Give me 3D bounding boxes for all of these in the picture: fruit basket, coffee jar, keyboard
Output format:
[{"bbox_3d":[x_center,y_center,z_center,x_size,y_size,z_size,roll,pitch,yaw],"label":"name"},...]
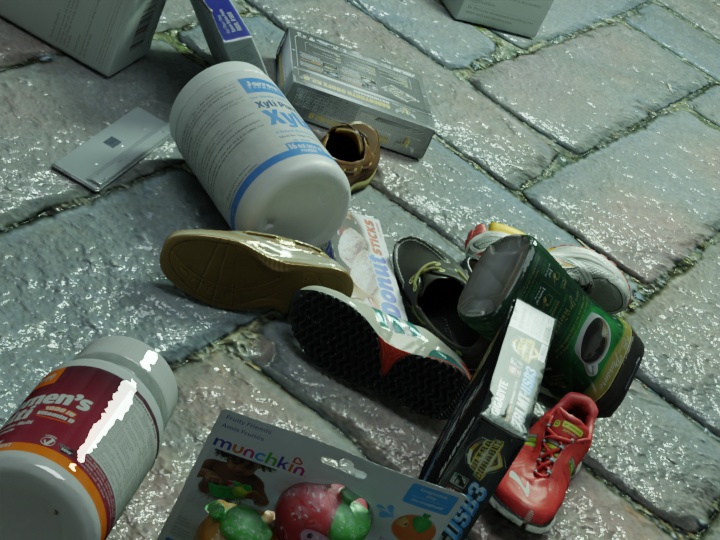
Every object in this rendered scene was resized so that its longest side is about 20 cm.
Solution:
[{"bbox_3d":[-0.046,0.197,1.069,0.184,0.201,0.094,21,44,-10],"label":"fruit basket"},{"bbox_3d":[0.194,0.060,1.486,0.200,0.105,0.085,40,-22,-27],"label":"coffee jar"},{"bbox_3d":[-0.262,-0.134,1.611,0.056,0.011,0.200,25,29,7],"label":"keyboard"}]

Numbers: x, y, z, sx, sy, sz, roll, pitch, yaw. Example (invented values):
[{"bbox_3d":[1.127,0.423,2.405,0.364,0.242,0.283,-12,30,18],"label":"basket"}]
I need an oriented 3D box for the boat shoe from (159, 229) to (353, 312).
[{"bbox_3d":[-0.107,-0.003,1.475,0.198,0.074,0.069,15,19,-23],"label":"boat shoe"}]

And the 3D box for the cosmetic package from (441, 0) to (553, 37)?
[{"bbox_3d":[0.230,-0.516,2.415,0.166,0.201,0.167,9,33,-30],"label":"cosmetic package"}]

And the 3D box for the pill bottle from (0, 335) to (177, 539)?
[{"bbox_3d":[-0.213,0.135,1.120,0.109,0.110,0.200,27,29,0],"label":"pill bottle"}]

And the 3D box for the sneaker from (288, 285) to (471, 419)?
[{"bbox_3d":[0.022,0.077,1.463,0.199,0.071,0.093,28,11,5],"label":"sneaker"}]

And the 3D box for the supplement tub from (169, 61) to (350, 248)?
[{"bbox_3d":[-0.108,-0.115,1.580,0.131,0.133,0.200,0,39,-38],"label":"supplement tub"}]

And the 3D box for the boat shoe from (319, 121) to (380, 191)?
[{"bbox_3d":[-0.015,-0.137,1.752,0.072,0.068,0.200,29,29,5],"label":"boat shoe"}]

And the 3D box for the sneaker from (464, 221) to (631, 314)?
[{"bbox_3d":[0.211,0.015,1.702,0.198,0.078,0.082,15,34,-2],"label":"sneaker"}]

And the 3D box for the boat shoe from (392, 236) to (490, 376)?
[{"bbox_3d":[0.087,0.027,1.557,0.202,0.071,0.061,55,-2,39],"label":"boat shoe"}]

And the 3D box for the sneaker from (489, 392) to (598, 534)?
[{"bbox_3d":[0.174,0.171,1.400,0.077,0.085,0.200,30,29,8],"label":"sneaker"}]

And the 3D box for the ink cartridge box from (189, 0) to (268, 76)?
[{"bbox_3d":[-0.161,-0.286,1.766,0.043,0.201,0.197,-25,47,-6],"label":"ink cartridge box"}]

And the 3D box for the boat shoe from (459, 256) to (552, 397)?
[{"bbox_3d":[0.173,0.062,1.597,0.200,0.061,0.074,42,31,24],"label":"boat shoe"}]

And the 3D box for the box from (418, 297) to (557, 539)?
[{"bbox_3d":[0.092,0.151,1.250,0.049,0.201,0.199,28,30,2],"label":"box"}]

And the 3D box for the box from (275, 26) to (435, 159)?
[{"bbox_3d":[-0.008,-0.230,1.925,0.198,0.049,0.159,17,32,-17],"label":"box"}]

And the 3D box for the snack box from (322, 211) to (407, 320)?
[{"bbox_3d":[0.000,0.000,1.592,0.071,0.024,0.201,16,31,-21],"label":"snack box"}]

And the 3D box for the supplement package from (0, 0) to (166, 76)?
[{"bbox_3d":[-0.339,-0.339,1.761,0.199,0.117,0.117,30,30,5],"label":"supplement package"}]
